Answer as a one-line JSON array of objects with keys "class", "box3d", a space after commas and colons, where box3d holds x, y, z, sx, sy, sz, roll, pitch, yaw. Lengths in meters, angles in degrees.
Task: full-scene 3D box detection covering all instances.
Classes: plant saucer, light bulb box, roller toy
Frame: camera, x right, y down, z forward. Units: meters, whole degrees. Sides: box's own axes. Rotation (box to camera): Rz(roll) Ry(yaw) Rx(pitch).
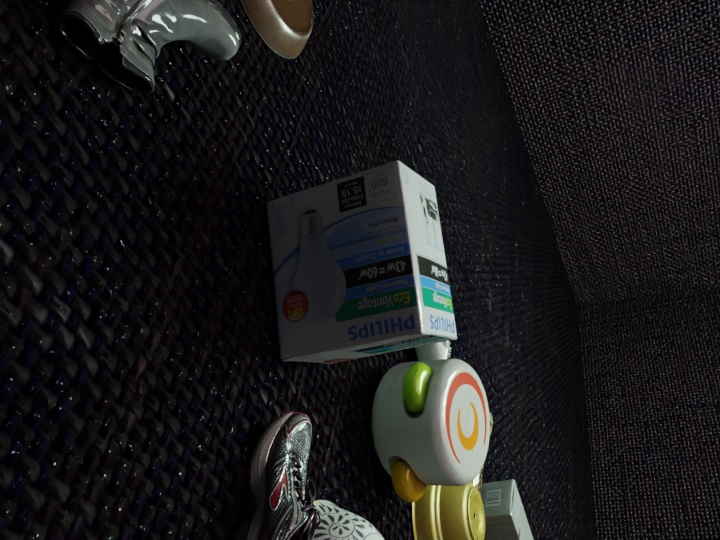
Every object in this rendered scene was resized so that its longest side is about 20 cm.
[{"class": "plant saucer", "box3d": [-0.119, -0.410, 0.952, 0.200, 0.034, 0.204, 38, 46, -55]}, {"class": "light bulb box", "box3d": [0.000, 0.000, 0.826, 0.124, 0.195, 0.204, 16, 63, -61]}, {"class": "roller toy", "box3d": [0.106, 0.236, 1.023, 0.181, 0.138, 0.204, -6, 87, -55]}]

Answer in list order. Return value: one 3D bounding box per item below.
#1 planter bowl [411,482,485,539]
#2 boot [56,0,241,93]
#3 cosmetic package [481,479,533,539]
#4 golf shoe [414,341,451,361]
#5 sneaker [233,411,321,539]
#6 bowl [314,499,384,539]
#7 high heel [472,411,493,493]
[{"class": "planter bowl", "box3d": [0.161, 0.420, 1.129, 0.200, 0.082, 0.204, 39, 45, -54]}, {"class": "boot", "box3d": [-0.204, -0.229, 0.656, 0.199, 0.069, 0.134, 24, 59, -48]}, {"class": "cosmetic package", "box3d": [0.308, 0.556, 1.391, 0.203, 0.089, 0.107, 66, 24, -18]}, {"class": "golf shoe", "box3d": [0.105, 0.090, 1.191, 0.094, 0.077, 0.204, 7, 70, -46]}, {"class": "sneaker", "box3d": [-0.075, 0.245, 0.696, 0.081, 0.073, 0.203, 54, 33, -42]}, {"class": "bowl", "box3d": [-0.005, 0.371, 0.770, 0.201, 0.093, 0.204, 43, 41, -53]}, {"class": "high heel", "box3d": [0.226, 0.373, 1.302, 0.199, 0.071, 0.145, -26, 99, -51]}]
